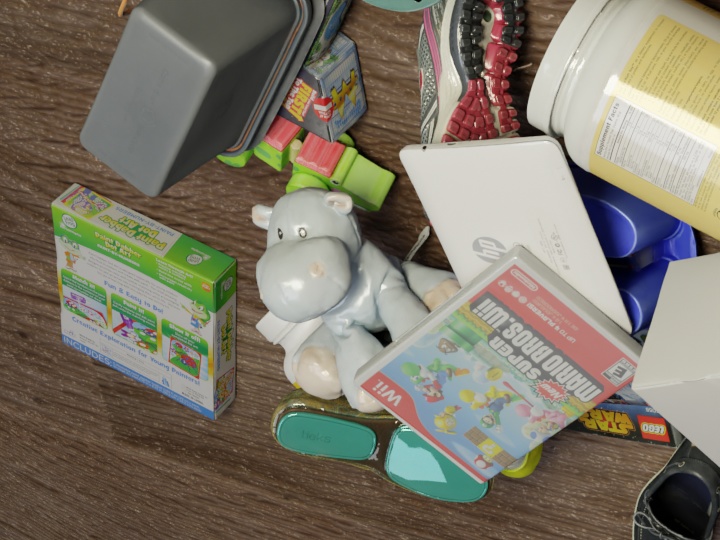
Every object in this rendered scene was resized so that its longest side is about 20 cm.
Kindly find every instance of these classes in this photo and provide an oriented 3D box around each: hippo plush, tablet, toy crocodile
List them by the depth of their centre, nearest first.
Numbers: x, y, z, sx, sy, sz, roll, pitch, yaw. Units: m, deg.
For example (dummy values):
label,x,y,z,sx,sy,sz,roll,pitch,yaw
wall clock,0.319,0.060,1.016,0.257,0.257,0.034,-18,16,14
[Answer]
label,x,y,z,sx,sy,sz,roll,pitch,yaw
tablet,0.118,-0.020,1.540,0.130,0.014,0.200,-2,132,30
hippo plush,0.000,0.000,1.688,0.159,0.200,0.161,-5,141,29
toy crocodile,-0.065,-0.110,1.759,0.200,0.068,0.062,29,158,7

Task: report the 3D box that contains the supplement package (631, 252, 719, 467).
label,x,y,z,sx,sy,sz,roll,pitch,yaw
supplement package,0.320,0.085,1.537,0.121,0.120,0.200,-12,138,45

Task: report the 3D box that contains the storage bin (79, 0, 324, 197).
label,x,y,z,sx,sy,sz,roll,pitch,yaw
storage bin,-0.144,-0.165,1.628,0.146,0.134,0.200,38,133,7

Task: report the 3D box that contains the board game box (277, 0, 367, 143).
label,x,y,z,sx,sy,sz,roll,pitch,yaw
board game box,-0.070,-0.210,1.696,0.200,0.062,0.200,38,141,6

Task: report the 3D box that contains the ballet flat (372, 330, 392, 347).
label,x,y,z,sx,sy,sz,roll,pitch,yaw
ballet flat,0.042,0.092,1.730,0.200,0.057,0.066,10,115,43

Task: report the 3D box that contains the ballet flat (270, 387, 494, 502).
label,x,y,z,sx,sy,sz,roll,pitch,yaw
ballet flat,0.022,0.145,1.777,0.200,0.071,0.071,16,138,-1

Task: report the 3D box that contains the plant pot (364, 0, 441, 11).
label,x,y,z,sx,sy,sz,roll,pitch,yaw
plant pot,0.059,-0.282,1.421,0.200,0.188,0.200,23,136,24

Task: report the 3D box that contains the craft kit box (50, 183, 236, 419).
label,x,y,z,sx,sy,sz,roll,pitch,yaw
craft kit box,-0.216,0.032,2.054,0.200,0.049,0.198,25,140,21

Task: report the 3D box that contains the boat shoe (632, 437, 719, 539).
label,x,y,z,sx,sy,sz,roll,pitch,yaw
boat shoe,0.276,0.210,1.780,0.075,0.062,0.200,31,141,12

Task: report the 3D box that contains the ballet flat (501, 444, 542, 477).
label,x,y,z,sx,sy,sz,roll,pitch,yaw
ballet flat,0.125,0.124,1.762,0.067,0.067,0.200,27,139,17

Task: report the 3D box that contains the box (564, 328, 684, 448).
label,x,y,z,sx,sy,sz,roll,pitch,yaw
box,0.179,0.075,1.757,0.200,0.040,0.137,7,128,36

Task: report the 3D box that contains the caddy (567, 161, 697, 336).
label,x,y,z,sx,sy,sz,roll,pitch,yaw
caddy,0.167,-0.014,1.638,0.200,0.105,0.141,3,109,29

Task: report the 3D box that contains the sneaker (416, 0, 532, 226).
label,x,y,z,sx,sy,sz,roll,pitch,yaw
sneaker,0.079,-0.130,1.586,0.075,0.081,0.200,8,90,55

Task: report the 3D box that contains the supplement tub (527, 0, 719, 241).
label,x,y,z,sx,sy,sz,roll,pitch,yaw
supplement tub,0.235,-0.113,1.457,0.200,0.145,0.145,30,139,17

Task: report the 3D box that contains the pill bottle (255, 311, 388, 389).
label,x,y,z,sx,sy,sz,roll,pitch,yaw
pill bottle,0.004,0.090,1.862,0.200,0.112,0.112,44,141,-1

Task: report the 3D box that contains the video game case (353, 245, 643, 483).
label,x,y,z,sx,sy,sz,roll,pitch,yaw
video game case,0.109,0.077,1.599,0.143,0.017,0.200,39,129,-15
